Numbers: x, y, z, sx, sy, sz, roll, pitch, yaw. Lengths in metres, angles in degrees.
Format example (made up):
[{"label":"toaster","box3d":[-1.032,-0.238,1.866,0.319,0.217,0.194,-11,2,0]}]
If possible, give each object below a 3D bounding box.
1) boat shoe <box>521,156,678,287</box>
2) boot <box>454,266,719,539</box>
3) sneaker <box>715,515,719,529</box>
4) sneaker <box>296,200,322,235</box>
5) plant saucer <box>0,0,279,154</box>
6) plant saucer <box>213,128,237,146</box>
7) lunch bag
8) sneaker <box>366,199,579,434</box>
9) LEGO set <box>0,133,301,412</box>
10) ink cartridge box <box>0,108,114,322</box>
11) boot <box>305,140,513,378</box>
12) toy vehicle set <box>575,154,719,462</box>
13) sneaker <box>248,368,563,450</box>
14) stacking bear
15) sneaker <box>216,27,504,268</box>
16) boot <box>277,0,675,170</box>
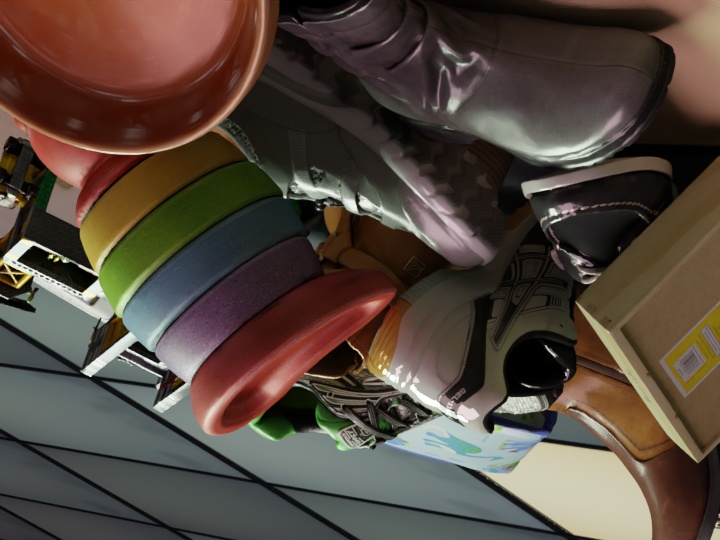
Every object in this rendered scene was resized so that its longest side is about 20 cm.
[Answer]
[{"label":"boat shoe","box3d":[0.130,-0.019,1.344,0.074,0.061,0.200,-8,173,11]},{"label":"boot","box3d":[0.122,0.088,1.542,0.199,0.189,0.068,12,-159,9]},{"label":"sneaker","box3d":[0.215,0.073,1.630,0.070,0.076,0.200,5,137,20]},{"label":"sneaker","box3d":[-0.062,-0.021,1.676,0.086,0.075,0.200,-16,171,6]},{"label":"plant saucer","box3d":[-0.129,-0.150,1.240,0.200,0.032,0.201,13,124,19]},{"label":"plant saucer","box3d":[-0.147,-0.114,1.533,0.200,0.038,0.200,21,164,6]},{"label":"lunch bag","box3d":[0.026,0.046,1.668,0.199,0.128,0.170,12,164,-2]},{"label":"sneaker","box3d":[0.089,0.027,1.414,0.088,0.200,0.076,36,134,17]},{"label":"LEGO set","box3d":[-0.144,-0.009,1.527,0.199,0.154,0.116,21,148,-24]},{"label":"ink cartridge box","box3d":[-0.199,-0.035,1.673,0.146,0.083,0.200,30,176,5]},{"label":"boot","box3d":[0.000,0.000,1.480,0.077,0.155,0.200,42,157,-19]},{"label":"toy vehicle set","box3d":[0.191,0.018,1.372,0.027,0.124,0.200,44,177,31]},{"label":"sneaker","box3d":[0.024,0.072,1.506,0.199,0.085,0.078,-3,138,28]},{"label":"stacking bear","box3d":[-0.096,-0.029,1.333,0.200,0.121,0.114,52,-165,10]},{"label":"sneaker","box3d":[-0.012,-0.063,1.379,0.200,0.082,0.075,38,-153,3]},{"label":"boot","box3d":[0.043,-0.107,1.250,0.132,0.070,0.200,32,160,-36]}]
